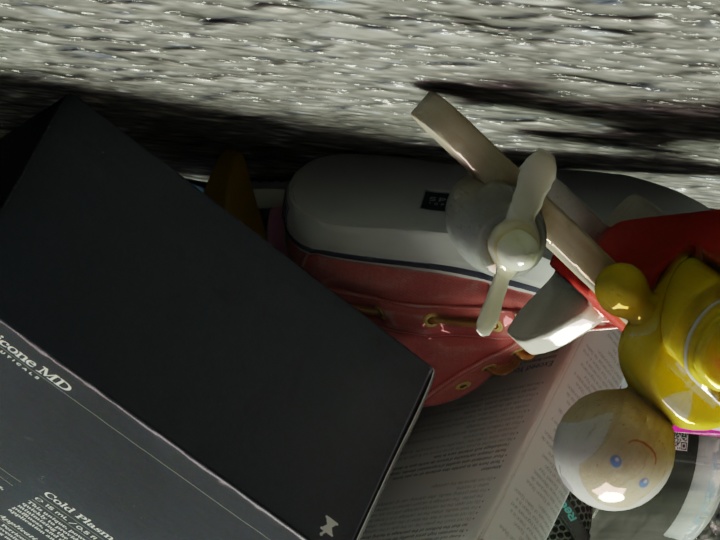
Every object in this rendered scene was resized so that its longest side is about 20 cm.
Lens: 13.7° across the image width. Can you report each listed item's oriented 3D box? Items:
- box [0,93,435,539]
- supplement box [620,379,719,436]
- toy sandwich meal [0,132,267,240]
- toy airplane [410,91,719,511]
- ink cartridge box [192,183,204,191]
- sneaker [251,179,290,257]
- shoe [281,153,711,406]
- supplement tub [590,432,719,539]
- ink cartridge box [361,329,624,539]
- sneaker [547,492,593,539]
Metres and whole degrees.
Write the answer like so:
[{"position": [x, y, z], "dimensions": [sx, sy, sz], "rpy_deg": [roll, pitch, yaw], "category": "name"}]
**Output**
[{"position": [-0.106, 0.046, 1.252], "dimensions": [0.200, 0.104, 0.182], "rpy_deg": [37, 149, -19], "category": "box"}, {"position": [0.175, 0.029, 1.444], "dimensions": [0.199, 0.104, 0.101], "rpy_deg": [6, 175, -28], "category": "supplement box"}, {"position": [-0.102, -0.001, 1.365], "dimensions": [0.205, 0.070, 0.205], "rpy_deg": [22, 145, 17], "category": "toy sandwich meal"}, {"position": [0.109, 0.025, 1.109], "dimensions": [0.200, 0.141, 0.199], "rpy_deg": [27, 161, 19], "category": "toy airplane"}, {"position": [-0.079, 0.043, 1.578], "dimensions": [0.128, 0.126, 0.200], "rpy_deg": [0, 163, 43], "category": "ink cartridge box"}, {"position": [0.000, 0.000, 1.403], "dimensions": [0.070, 0.082, 0.200], "rpy_deg": [9, 174, -37], "category": "sneaker"}, {"position": [0.065, 0.010, 1.276], "dimensions": [0.199, 0.091, 0.072], "rpy_deg": [8, -140, 14], "category": "shoe"}, {"position": [0.080, 0.081, 1.524], "dimensions": [0.200, 0.123, 0.122], "rpy_deg": [8, 175, -32], "category": "supplement tub"}, {"position": [0.011, 0.101, 1.328], "dimensions": [0.199, 0.200, 0.041], "rpy_deg": [-13, 125, 46], "category": "ink cartridge box"}, {"position": [0.023, 0.137, 1.410], "dimensions": [0.200, 0.091, 0.078], "rpy_deg": [-24, 130, 23], "category": "sneaker"}]
